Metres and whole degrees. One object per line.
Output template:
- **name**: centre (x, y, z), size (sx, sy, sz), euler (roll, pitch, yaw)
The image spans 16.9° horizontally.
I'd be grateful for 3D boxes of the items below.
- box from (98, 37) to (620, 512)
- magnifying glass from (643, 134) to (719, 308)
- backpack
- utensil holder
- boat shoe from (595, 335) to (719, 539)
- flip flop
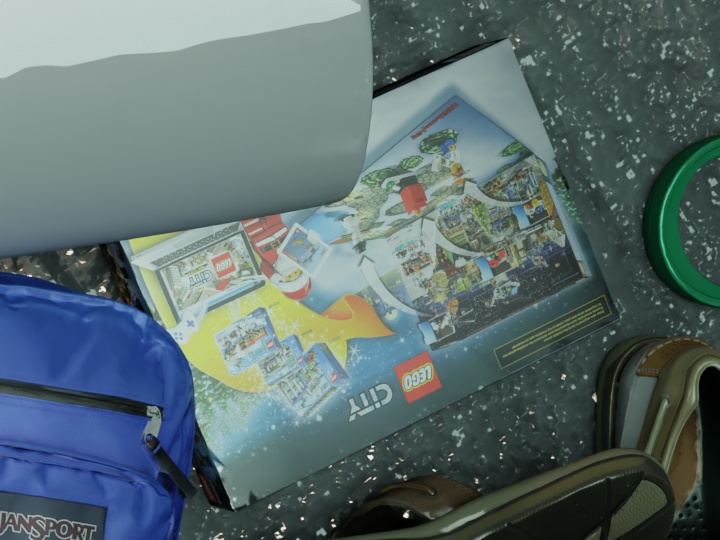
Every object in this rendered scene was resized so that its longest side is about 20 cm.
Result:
- **box**: centre (0.000, 0.000, 1.051), size (0.200, 0.038, 0.137), euler (-25, 99, -18)
- **magnifying glass**: centre (0.220, -0.050, 1.143), size (0.200, 0.022, 0.080), euler (-30, 100, -16)
- **backpack**: centre (-0.138, 0.101, 0.936), size (0.162, 0.168, 0.201), euler (12, 83, -27)
- **utensil holder**: centre (-0.112, -0.089, 0.932), size (0.199, 0.170, 0.170), euler (-8, 93, -17)
- **boat shoe**: centre (0.147, 0.130, 1.091), size (0.075, 0.068, 0.201), euler (-9, 94, -20)
- **flip flop**: centre (0.037, 0.117, 1.051), size (0.200, 0.058, 0.081), euler (-20, 131, -2)
